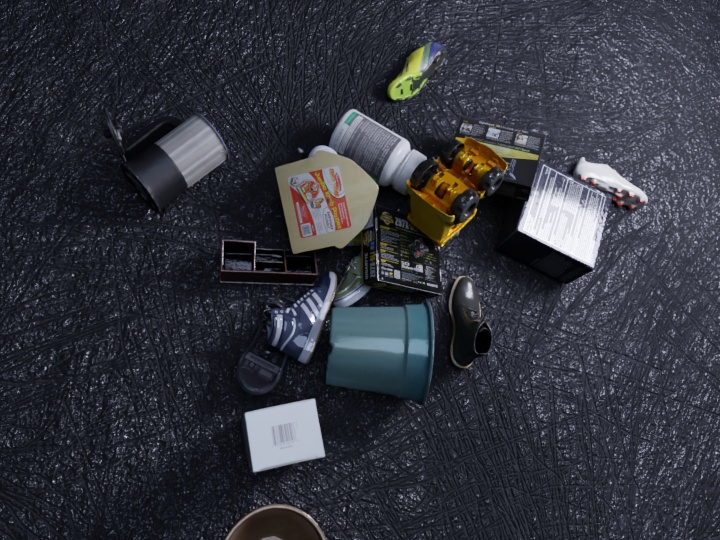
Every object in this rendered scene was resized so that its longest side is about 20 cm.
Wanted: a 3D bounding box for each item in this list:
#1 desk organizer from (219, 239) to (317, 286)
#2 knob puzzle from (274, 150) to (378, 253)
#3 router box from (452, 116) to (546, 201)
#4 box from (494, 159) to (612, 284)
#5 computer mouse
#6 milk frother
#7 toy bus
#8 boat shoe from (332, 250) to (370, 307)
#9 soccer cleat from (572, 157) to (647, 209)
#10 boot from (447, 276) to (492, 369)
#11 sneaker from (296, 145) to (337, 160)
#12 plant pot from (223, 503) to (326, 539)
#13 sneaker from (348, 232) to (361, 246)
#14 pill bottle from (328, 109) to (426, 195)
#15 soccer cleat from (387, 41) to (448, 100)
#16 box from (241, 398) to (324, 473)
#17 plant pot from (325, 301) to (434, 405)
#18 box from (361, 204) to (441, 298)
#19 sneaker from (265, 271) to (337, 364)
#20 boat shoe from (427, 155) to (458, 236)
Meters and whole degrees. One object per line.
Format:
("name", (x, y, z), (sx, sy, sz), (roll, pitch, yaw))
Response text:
("desk organizer", (-0.187, -0.016, 1.200), (0.196, 0.077, 0.073), (2, 74, -12))
("knob puzzle", (-0.059, -0.143, 1.191), (0.216, 0.030, 0.224), (0, 91, 2))
("router box", (0.296, -0.251, 1.302), (0.197, 0.053, 0.159), (17, 61, 15))
("box", (0.441, -0.111, 1.348), (0.196, 0.123, 0.202), (26, 68, -5))
("computer mouse", (-0.176, 0.164, 1.169), (0.137, 0.053, 0.201), (31, 58, -1))
("milk frother", (-0.390, -0.255, 1.159), (0.180, 0.200, 0.188), (44, 69, 7))
("toy bus", (0.193, -0.145, 1.219), (0.135, 0.193, 0.199), (39, 65, 24))
("boat shoe", (0.000, 0.000, 1.233), (0.200, 0.071, 0.062), (-47, 113, -33))
("soccer cleat", (0.624, -0.220, 1.455), (0.197, 0.069, 0.079), (22, 67, -3))
("boot", (0.241, 0.097, 1.234), (0.076, 0.138, 0.203), (5, 72, -11))
("sneaker", (-0.055, -0.209, 1.288), (0.199, 0.113, 0.076), (38, 87, -37))
("plant pot", (-0.156, 0.521, 1.044), (0.197, 0.093, 0.204), (3, 74, -11))
("sneaker", (-0.052, -0.117, 1.254), (0.197, 0.090, 0.079), (22, 69, -7))
("pill bottle", (0.038, -0.257, 1.289), (0.198, 0.113, 0.114), (32, 69, 8))
("soccer cleat", (0.128, -0.484, 1.428), (0.200, 0.065, 0.083), (-44, 57, -16))
("box", (-0.144, 0.297, 1.053), (0.122, 0.200, 0.099), (-9, 76, -14))
("plant pot", (0.032, 0.155, 1.150), (0.192, 0.201, 0.204), (5, 73, -4))
("box", (0.089, -0.035, 1.240), (0.198, 0.049, 0.162), (12, 68, -40))
("sneaker", (-0.119, 0.074, 1.164), (0.107, 0.070, 0.202), (22, 61, -7))
("boat shoe", (0.172, -0.171, 1.338), (0.091, 0.075, 0.203), (-1, 66, -6))
